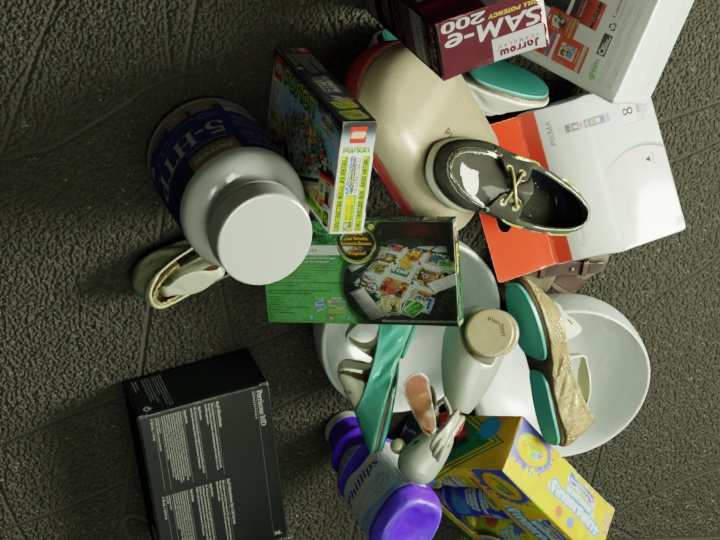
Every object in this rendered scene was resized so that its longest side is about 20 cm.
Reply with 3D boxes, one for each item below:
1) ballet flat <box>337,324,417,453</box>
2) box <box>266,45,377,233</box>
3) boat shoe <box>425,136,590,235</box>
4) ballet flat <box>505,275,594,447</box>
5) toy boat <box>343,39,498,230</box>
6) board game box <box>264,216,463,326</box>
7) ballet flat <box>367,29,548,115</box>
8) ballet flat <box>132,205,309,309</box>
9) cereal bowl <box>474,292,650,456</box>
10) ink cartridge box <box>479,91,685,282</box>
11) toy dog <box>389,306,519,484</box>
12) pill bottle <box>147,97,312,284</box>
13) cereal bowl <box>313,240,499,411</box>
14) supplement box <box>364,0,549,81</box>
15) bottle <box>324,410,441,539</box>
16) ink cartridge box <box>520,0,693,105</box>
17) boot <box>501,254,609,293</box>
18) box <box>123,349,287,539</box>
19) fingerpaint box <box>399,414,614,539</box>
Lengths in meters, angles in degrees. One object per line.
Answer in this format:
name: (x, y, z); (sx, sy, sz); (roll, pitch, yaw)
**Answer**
ballet flat: (0.015, 0.086, 1.687); (0.070, 0.067, 0.201); (15, 112, -1)
box: (-0.040, -0.125, 1.570); (0.035, 0.200, 0.111); (-3, 117, -21)
boat shoe: (0.143, -0.080, 1.606); (0.201, 0.060, 0.072); (16, 86, -46)
ballet flat: (0.203, 0.087, 1.765); (0.065, 0.070, 0.201); (-24, 115, -21)
toy boat: (0.039, -0.132, 1.626); (0.131, 0.130, 0.200); (-58, 136, -25)
board game box: (0.000, 0.000, 1.621); (0.199, 0.023, 0.105); (1, 105, 20)
ballet flat: (0.091, -0.187, 1.683); (0.199, 0.069, 0.070); (13, 111, -23)
ballet flat: (-0.130, -0.016, 1.673); (0.199, 0.062, 0.068); (-29, 123, -7)
cereal bowl: (0.216, 0.105, 1.861); (0.199, 0.083, 0.201); (-2, 123, -3)
ink cartridge box: (0.217, -0.091, 1.707); (0.199, 0.057, 0.163); (-18, 96, -20)
toy dog: (0.081, 0.105, 1.693); (0.200, 0.096, 0.132); (-56, 169, -22)
pill bottle: (-0.118, -0.071, 1.564); (0.119, 0.200, 0.120); (-10, 120, -18)
cereal bowl: (0.039, 0.042, 1.756); (0.199, 0.083, 0.201); (-10, 120, -19)
supplement box: (0.082, -0.250, 1.555); (0.108, 0.200, 0.061); (-20, 123, -12)
bottle: (0.017, 0.219, 1.779); (0.065, 0.200, 0.084); (22, 107, -31)
ink cartridge box: (0.235, -0.290, 1.653); (0.084, 0.175, 0.201); (-7, 125, -55)
boot: (0.187, -0.046, 1.796); (0.199, 0.070, 0.147); (18, 117, -22)
box: (-0.161, 0.200, 1.766); (0.140, 0.079, 0.201); (-12, 120, -13)
fingerpaint box: (0.157, 0.243, 1.869); (0.200, 0.166, 0.074); (46, 56, -35)
